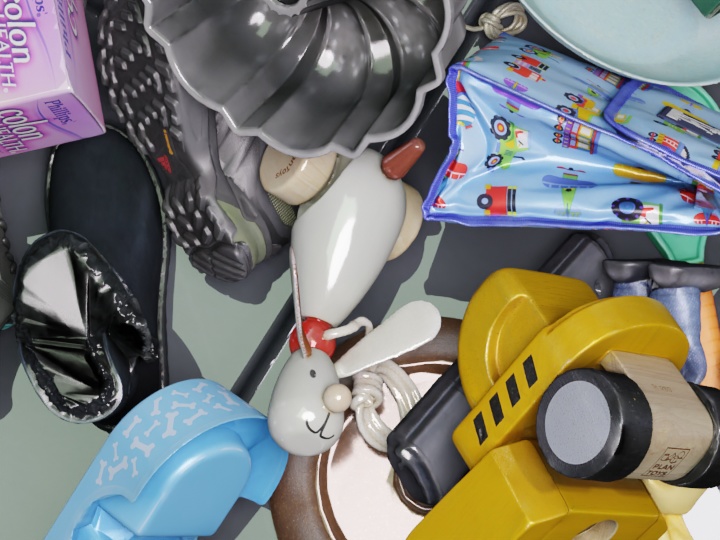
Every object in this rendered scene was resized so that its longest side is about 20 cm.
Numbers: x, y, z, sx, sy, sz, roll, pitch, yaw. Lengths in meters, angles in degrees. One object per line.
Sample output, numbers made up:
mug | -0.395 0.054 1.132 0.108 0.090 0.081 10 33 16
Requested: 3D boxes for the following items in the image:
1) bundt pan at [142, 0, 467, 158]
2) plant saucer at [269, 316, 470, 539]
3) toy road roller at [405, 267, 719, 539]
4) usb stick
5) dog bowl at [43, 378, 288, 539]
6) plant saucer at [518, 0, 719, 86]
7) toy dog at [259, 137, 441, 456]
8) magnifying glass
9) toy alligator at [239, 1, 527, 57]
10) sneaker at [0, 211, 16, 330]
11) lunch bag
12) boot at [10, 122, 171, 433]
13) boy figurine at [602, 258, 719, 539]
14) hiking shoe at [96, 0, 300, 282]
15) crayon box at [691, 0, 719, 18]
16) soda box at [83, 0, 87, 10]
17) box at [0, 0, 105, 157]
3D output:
bundt pan | -0.024 -0.167 1.082 0.201 0.202 0.076 37 42 8
plant saucer | 0.042 0.125 1.198 0.198 0.037 0.203 0 80 3
toy road roller | 0.101 0.091 1.105 0.200 0.122 0.147 -51 52 27
usb stick | 0.086 0.055 1.168 0.200 0.032 0.056 -46 122 -29
dog bowl | -0.123 0.147 1.148 0.050 0.111 0.201 45 111 32
plant saucer | 0.157 -0.182 1.212 0.199 0.039 0.202 12 53 -16
toy dog | 0.000 0.000 1.134 0.131 0.096 0.202 6 66 -40
magnifying glass | 0.196 -0.023 1.223 0.079 0.022 0.202 -9 81 1
toy alligator | 0.007 -0.153 1.223 0.198 0.054 0.060 -10 123 -29
sneaker | -0.244 -0.006 1.223 0.079 0.075 0.202 15 81 -17
lunch bag | 0.151 -0.063 1.144 0.198 0.151 0.095 14 106 11
boot | -0.154 -0.005 1.159 0.076 0.168 0.202 -7 80 1
boy figurine | 0.175 0.094 1.164 0.064 0.124 0.202 1 91 -36
hiking shoe | -0.088 -0.100 1.204 0.100 0.075 0.202 -30 107 -39
crayon box | 0.199 -0.263 1.219 0.126 0.051 0.201 -29 79 -36
soda box | -0.273 -0.173 1.244 0.198 0.064 0.069 7 81 4
box | -0.265 -0.152 1.155 0.198 0.097 0.178 -13 79 3
